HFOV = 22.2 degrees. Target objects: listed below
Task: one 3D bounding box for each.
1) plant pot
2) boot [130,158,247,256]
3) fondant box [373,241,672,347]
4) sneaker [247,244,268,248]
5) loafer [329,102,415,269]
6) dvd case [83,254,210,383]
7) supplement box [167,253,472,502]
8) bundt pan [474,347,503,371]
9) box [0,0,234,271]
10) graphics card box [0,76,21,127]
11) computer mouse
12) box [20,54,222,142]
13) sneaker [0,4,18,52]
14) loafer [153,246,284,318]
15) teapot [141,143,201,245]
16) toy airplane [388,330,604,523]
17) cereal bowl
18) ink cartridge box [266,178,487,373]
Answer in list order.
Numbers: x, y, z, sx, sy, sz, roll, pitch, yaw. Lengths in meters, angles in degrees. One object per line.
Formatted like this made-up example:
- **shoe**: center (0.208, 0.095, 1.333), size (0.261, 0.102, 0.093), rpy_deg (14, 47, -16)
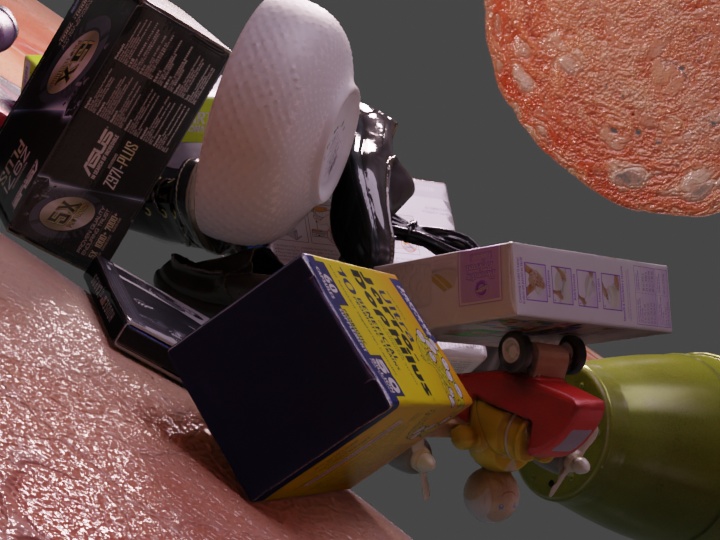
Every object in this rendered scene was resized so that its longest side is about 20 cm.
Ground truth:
- **plant pot**: center (0.252, 0.164, 1.745), size (0.192, 0.202, 0.200), rpy_deg (13, 18, -37)
- **boot**: center (-0.172, -0.065, 1.537), size (0.149, 0.074, 0.200), rpy_deg (16, -4, 9)
- **fondant box**: center (0.128, 0.023, 1.434), size (0.143, 0.059, 0.199), rpy_deg (-10, -11, 43)
- **sneaker**: center (-0.082, -0.024, 1.667), size (0.066, 0.078, 0.200), rpy_deg (50, -16, 4)
- **loafer**: center (0.012, -0.072, 1.511), size (0.072, 0.073, 0.201), rpy_deg (7, 44, -17)
- **dvd case**: center (-0.102, 0.065, 1.328), size (0.199, 0.025, 0.150), rpy_deg (32, 6, -23)
- **supplement box**: center (-0.020, 0.070, 1.176), size (0.109, 0.109, 0.200), rpy_deg (58, 12, 12)
- **bundt pan**: center (0.118, 0.097, 1.834), size (0.200, 0.076, 0.202), rpy_deg (24, -7, 3)
- **box**: center (-0.202, -0.121, 1.421), size (0.086, 0.201, 0.164), rpy_deg (28, 8, -26)
- **graphics card box**: center (-0.334, -0.141, 1.605), size (0.125, 0.051, 0.200), rpy_deg (30, 6, -27)
- **computer mouse**: center (0.033, 0.031, 1.501), size (0.139, 0.046, 0.201), rpy_deg (18, 42, -7)
- **box**: center (-0.184, -0.147, 1.602), size (0.198, 0.048, 0.122), rpy_deg (0, 20, -27)
- **sneaker**: center (-0.385, -0.211, 1.552), size (0.198, 0.076, 0.088), rpy_deg (16, 21, 15)
- **loafer**: center (-0.085, 0.016, 1.455), size (0.199, 0.072, 0.073), rpy_deg (19, -5, 43)
- **teapot**: center (-0.200, -0.126, 1.739), size (0.199, 0.147, 0.197), rpy_deg (31, 7, -29)
- **toy airplane**: center (0.091, 0.128, 1.450), size (0.198, 0.143, 0.199), rpy_deg (-3, -8, 4)
- **cereal bowl**: center (-0.054, -0.110, 1.429), size (0.083, 0.202, 0.200), rpy_deg (17, 3, 10)
- **ink cartridge box**: center (0.000, 0.000, 1.564), size (0.198, 0.045, 0.178), rpy_deg (7, 57, -30)
